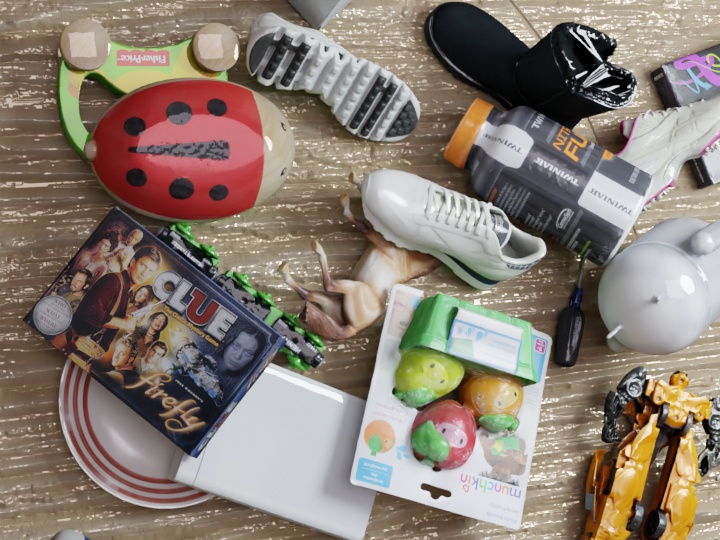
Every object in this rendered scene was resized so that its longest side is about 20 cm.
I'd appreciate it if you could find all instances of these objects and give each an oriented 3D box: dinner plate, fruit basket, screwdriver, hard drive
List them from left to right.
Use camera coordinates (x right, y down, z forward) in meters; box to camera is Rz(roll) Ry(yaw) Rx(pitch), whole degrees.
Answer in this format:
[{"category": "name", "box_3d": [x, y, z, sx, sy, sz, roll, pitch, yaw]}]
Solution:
[{"category": "dinner plate", "box_3d": [-0.183, 0.123, 1.319, 0.199, 0.024, 0.201, 3, 80, -17]}, {"category": "hard drive", "box_3d": [-0.069, 0.165, 1.326, 0.200, 0.027, 0.132, 24, 74, -23]}, {"category": "fruit basket", "box_3d": [0.095, 0.130, 1.354, 0.185, 0.094, 0.201, 19, 66, -18]}, {"category": "screwdriver", "box_3d": [0.233, 0.004, 1.462, 0.029, 0.028, 0.201, 13, 79, 15]}]

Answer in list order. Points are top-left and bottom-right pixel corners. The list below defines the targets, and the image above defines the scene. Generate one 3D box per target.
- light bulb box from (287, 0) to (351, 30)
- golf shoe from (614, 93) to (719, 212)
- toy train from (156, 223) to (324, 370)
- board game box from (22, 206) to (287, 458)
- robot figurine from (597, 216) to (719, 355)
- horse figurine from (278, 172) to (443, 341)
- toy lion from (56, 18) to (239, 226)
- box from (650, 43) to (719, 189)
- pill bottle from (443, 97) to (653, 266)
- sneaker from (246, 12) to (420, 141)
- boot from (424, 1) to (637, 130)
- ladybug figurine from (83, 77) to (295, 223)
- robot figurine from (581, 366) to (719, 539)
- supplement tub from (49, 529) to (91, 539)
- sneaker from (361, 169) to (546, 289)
[{"category": "light bulb box", "box_3d": [-0.048, -0.368, 1.355, 0.200, 0.198, 0.125, 46, 73, -4]}, {"category": "golf shoe", "box_3d": [0.329, -0.145, 1.476, 0.200, 0.075, 0.092, -41, 81, 1]}, {"category": "toy train", "box_3d": [-0.115, 0.026, 1.340, 0.200, 0.056, 0.042, 40, 84, -7]}, {"category": "board game box", "box_3d": [-0.186, 0.054, 1.271, 0.200, 0.035, 0.136, 37, 84, 9]}, {"category": "robot figurine", "box_3d": [0.310, 0.016, 1.414, 0.113, 0.170, 0.200, 41, 35, 14]}, {"category": "horse figurine", "box_3d": [0.000, 0.000, 1.371, 0.133, 0.050, 0.200, 50, 55, -23]}, {"category": "toy lion", "box_3d": [-0.189, -0.139, 1.349, 0.199, 0.069, 0.192, -1, 88, -17]}, {"category": "box", "box_3d": [0.434, -0.189, 1.556, 0.200, 0.036, 0.143, -21, 87, -20]}, {"category": "pill bottle", "box_3d": [0.185, -0.096, 1.416, 0.200, 0.106, 0.106, 30, 73, 4]}, {"category": "sneaker", "box_3d": [-0.025, -0.197, 1.400, 0.200, 0.081, 0.075, 28, 112, -26]}, {"category": "boot", "box_3d": [0.171, -0.220, 1.411, 0.200, 0.168, 0.076, 41, 72, -6]}, {"category": "ladybug figurine", "box_3d": [-0.154, -0.111, 1.297, 0.199, 0.072, 0.136, -5, 97, -16]}, {"category": "robot figurine", "box_3d": [0.297, 0.198, 1.433, 0.145, 0.058, 0.201, 22, 75, -12]}, {"category": "supplement tub", "box_3d": [-0.211, 0.332, 1.210, 0.200, 0.144, 0.145, 34, 73, -8]}, {"category": "sneaker", "box_3d": [0.090, -0.051, 1.374, 0.200, 0.080, 0.077, 25, 65, -30]}]
